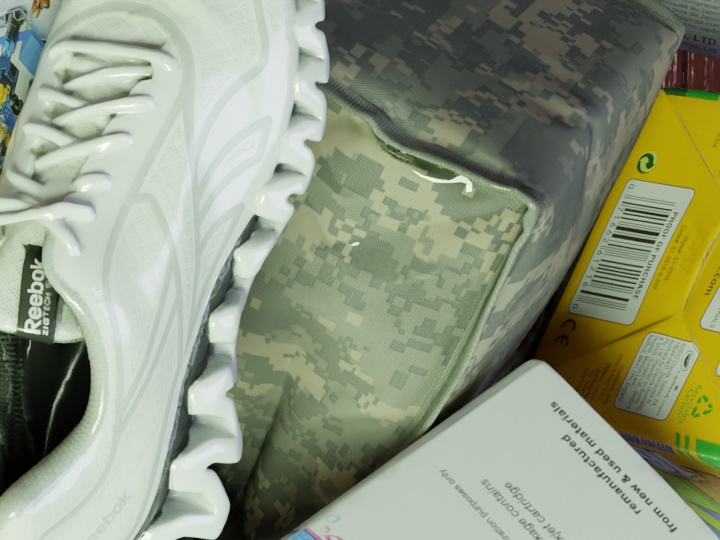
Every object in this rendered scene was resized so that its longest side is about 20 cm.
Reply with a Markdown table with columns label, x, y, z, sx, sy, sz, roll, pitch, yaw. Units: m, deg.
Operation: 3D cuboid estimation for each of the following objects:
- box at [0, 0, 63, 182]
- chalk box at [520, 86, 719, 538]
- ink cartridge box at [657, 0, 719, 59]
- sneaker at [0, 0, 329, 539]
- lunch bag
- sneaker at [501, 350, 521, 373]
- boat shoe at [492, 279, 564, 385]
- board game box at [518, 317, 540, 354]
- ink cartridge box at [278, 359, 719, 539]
| label | x | y | z | sx | sy | sz | roll | pitch | yaw |
| --- | --- | --- | --- | --- | --- | --- | --- | --- | --- |
| box | -0.111 | -0.037 | 0.688 | 0.200 | 0.038 | 0.137 | 4 | 94 | -67 |
| chalk box | 0.172 | 0.045 | 0.895 | 0.200 | 0.124 | 0.125 | 35 | 77 | -35 |
| ink cartridge box | 0.084 | -0.178 | 0.931 | 0.200 | 0.136 | 0.077 | 88 | 20 | -53 |
| sneaker | -0.062 | -0.017 | 0.679 | 0.081 | 0.075 | 0.201 | 12 | 86 | -58 |
| lunch bag | 0.000 | 0.000 | 0.856 | 0.164 | 0.117 | 0.201 | -48 | 166 | -56 |
| sneaker | 0.015 | 0.111 | 0.987 | 0.115 | 0.075 | 0.201 | 35 | 68 | -68 |
| boat shoe | 0.069 | 0.057 | 0.939 | 0.073 | 0.065 | 0.201 | 23 | 81 | -37 |
| board game box | 0.098 | 0.012 | 1.066 | 0.200 | 0.046 | 0.152 | -149 | -117 | -79 |
| ink cartridge box | -0.005 | 0.138 | 0.790 | 0.200 | 0.084 | 0.145 | -33 | 157 | -28 |
